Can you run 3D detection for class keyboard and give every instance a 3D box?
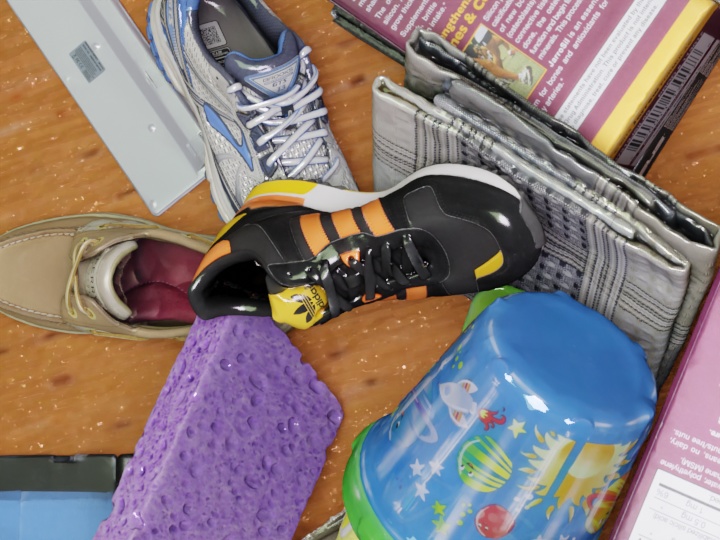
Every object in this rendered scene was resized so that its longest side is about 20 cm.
[{"bbox_3d":[-0.153,-0.127,1.334,0.056,0.011,0.200,-39,77,17],"label":"keyboard"}]

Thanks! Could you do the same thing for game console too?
[{"bbox_3d":[-0.161,0.204,1.271,0.116,0.176,0.200,-2,88,-11],"label":"game console"}]

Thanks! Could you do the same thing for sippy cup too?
[{"bbox_3d":[0.077,0.085,1.125,0.178,0.140,0.130,51,131,27],"label":"sippy cup"}]

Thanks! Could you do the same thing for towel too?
[{"bbox_3d":[0.085,-0.018,1.167,0.193,0.200,0.035,36,66,15],"label":"towel"}]

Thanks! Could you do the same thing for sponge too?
[{"bbox_3d":[-0.078,0.120,1.200,0.030,0.112,0.200,-5,48,36],"label":"sponge"}]

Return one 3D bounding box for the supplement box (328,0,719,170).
[{"bbox_3d":[0.078,-0.143,1.176,0.200,0.086,0.110,37,100,14],"label":"supplement box"}]

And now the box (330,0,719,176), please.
[{"bbox_3d":[0.115,-0.170,1.233,0.193,0.048,0.200,35,98,17],"label":"box"}]

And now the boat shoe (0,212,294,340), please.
[{"bbox_3d":[-0.132,0.002,1.291,0.200,0.066,0.074,1,88,17],"label":"boat shoe"}]

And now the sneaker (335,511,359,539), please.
[{"bbox_3d":[0.071,0.187,1.206,0.200,0.076,0.105,25,109,-7],"label":"sneaker"}]

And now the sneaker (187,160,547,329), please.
[{"bbox_3d":[0.000,0.000,1.146,0.200,0.090,0.070,0,128,41],"label":"sneaker"}]

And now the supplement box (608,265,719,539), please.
[{"bbox_3d":[0.211,0.082,1.150,0.103,0.131,0.200,23,95,16],"label":"supplement box"}]

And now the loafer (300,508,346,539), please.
[{"bbox_3d":[-0.012,0.179,1.246,0.200,0.070,0.075,-43,78,12],"label":"loafer"}]

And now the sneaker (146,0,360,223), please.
[{"bbox_3d":[-0.054,-0.087,1.247,0.077,0.085,0.200,-28,79,-23],"label":"sneaker"}]
